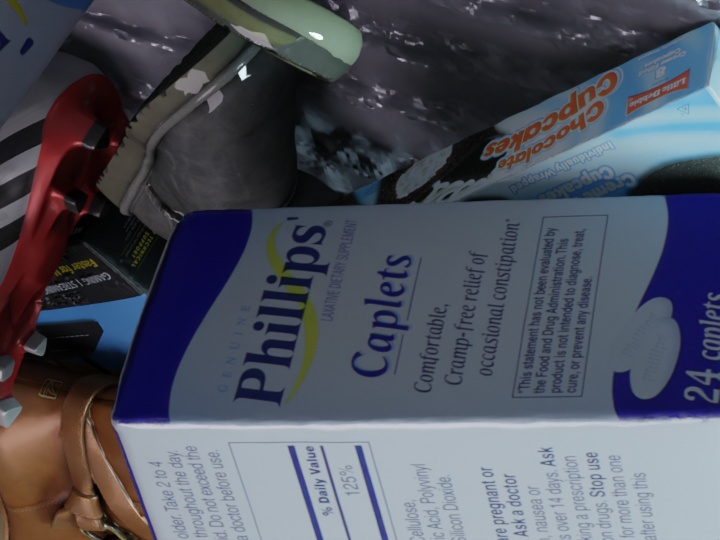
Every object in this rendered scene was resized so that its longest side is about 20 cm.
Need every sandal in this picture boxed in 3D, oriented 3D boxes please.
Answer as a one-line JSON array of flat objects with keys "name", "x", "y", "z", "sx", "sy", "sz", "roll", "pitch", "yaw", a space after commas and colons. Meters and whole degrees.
[{"name": "sandal", "x": -0.070, "y": -0.137, "z": 0.870, "sx": 0.201, "sy": 0.057, "sz": 0.080, "roll": 39, "pitch": -168, "yaw": 14}]

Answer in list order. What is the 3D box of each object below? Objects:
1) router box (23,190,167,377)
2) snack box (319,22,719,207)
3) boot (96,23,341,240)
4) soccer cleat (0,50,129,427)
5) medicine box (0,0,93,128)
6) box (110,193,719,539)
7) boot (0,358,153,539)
[{"name": "router box", "x": -0.113, "y": 0.027, "z": 1.205, "sx": 0.149, "sy": 0.051, "sz": 0.200, "roll": 42, "pitch": 152, "yaw": -24}, {"name": "snack box", "x": 0.069, "y": 0.003, "z": 0.911, "sx": 0.200, "sy": 0.037, "sz": 0.116, "roll": -25, "pitch": 124, "yaw": 32}, {"name": "boot", "x": 0.002, "y": -0.002, "z": 0.995, "sx": 0.200, "sy": 0.073, "sz": 0.182, "roll": 44, "pitch": 162, "yaw": 1}, {"name": "soccer cleat", "x": -0.165, "y": -0.001, "z": 1.075, "sx": 0.085, "sy": 0.200, "sz": 0.069, "roll": 30, "pitch": -175, "yaw": 22}, {"name": "medicine box", "x": -0.227, "y": -0.090, "z": 0.961, "sx": 0.182, "sy": 0.200, "sz": 0.103, "roll": 45, "pitch": 153, "yaw": -26}, {"name": "box", "x": 0.040, "y": 0.074, "z": 0.886, "sx": 0.199, "sy": 0.105, "sz": 0.184, "roll": -1, "pitch": 134, "yaw": 14}, {"name": "boot", "x": -0.105, "y": 0.113, "z": 1.218, "sx": 0.154, "sy": 0.074, "sz": 0.200, "roll": 1, "pitch": 146, "yaw": 38}]
